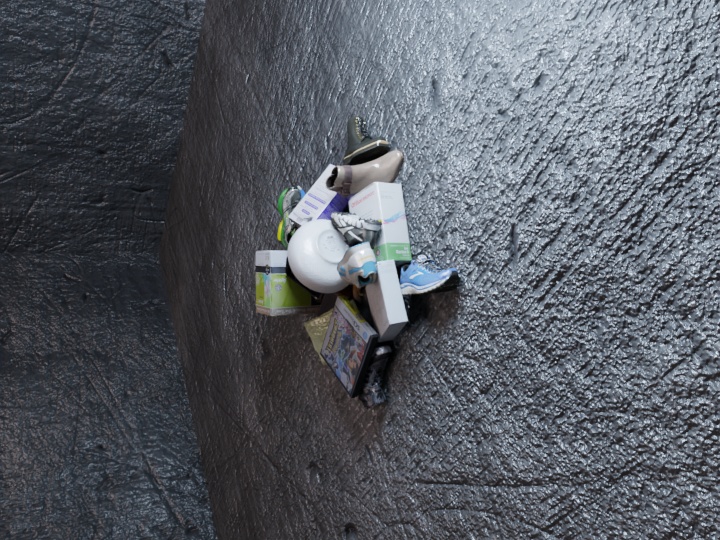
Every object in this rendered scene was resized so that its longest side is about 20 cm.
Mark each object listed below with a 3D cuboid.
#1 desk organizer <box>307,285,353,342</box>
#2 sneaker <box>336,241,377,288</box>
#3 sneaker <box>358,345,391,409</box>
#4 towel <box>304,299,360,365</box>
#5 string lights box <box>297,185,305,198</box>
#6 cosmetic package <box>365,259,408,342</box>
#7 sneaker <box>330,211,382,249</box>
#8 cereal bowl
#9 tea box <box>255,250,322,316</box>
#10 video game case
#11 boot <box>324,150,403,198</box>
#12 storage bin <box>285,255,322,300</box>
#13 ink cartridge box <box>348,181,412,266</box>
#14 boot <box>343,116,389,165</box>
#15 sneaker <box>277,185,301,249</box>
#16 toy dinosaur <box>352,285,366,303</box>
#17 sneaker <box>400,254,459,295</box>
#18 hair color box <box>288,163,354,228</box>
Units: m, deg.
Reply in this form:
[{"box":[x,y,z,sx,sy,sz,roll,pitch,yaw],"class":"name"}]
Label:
[{"box":[-0.084,0.129,1.603,0.071,0.077,0.202,26,123,6],"class":"desk organizer"},{"box":[-0.007,0.005,1.305,0.200,0.075,0.082,112,138,-71],"class":"sneaker"},{"box":[0.042,0.285,1.434,0.201,0.074,0.115,-55,53,43],"class":"sneaker"},{"box":[-0.062,0.179,1.536,0.198,0.036,0.150,-30,91,32],"class":"towel"},{"box":[-0.170,-0.174,1.739,0.200,0.058,0.104,51,162,46],"class":"string lights box"},{"box":[0.061,0.081,1.347,0.200,0.051,0.154,110,152,-70],"class":"cosmetic package"},{"box":[-0.021,-0.095,1.363,0.199,0.065,0.093,22,107,53],"class":"sneaker"},{"box":[-0.086,-0.047,1.423,0.083,0.196,0.204,-42,56,57],"class":"cereal bowl"},{"box":[-0.218,0.037,1.725,0.133,0.197,0.201,1,91,58],"class":"tea box"},{"box":[-0.035,0.198,1.442,0.181,0.025,0.203,46,127,42],"class":"video game case"},{"box":[0.002,-0.251,1.407,0.200,0.144,0.072,-43,54,50],"class":"boot"},{"box":[-0.135,-0.008,1.566,0.134,0.094,0.200,37,163,2],"class":"storage bin"},{"box":[0.047,-0.106,1.394,0.145,0.086,0.204,-23,73,56],"class":"ink cartridge box"},{"box":[0.008,-0.364,1.468,0.199,0.076,0.142,-8,79,57],"class":"boot"},{"box":[-0.199,-0.156,1.637,0.085,0.077,0.204,37,132,44],"class":"sneaker"},{"box":[0.000,0.000,1.500,0.106,0.059,0.204,34,119,55],"class":"toy dinosaur"},{"box":[0.147,0.008,1.243,0.199,0.077,0.091,-9,86,58],"class":"sneaker"},{"box":[-0.102,-0.194,1.550,0.201,0.065,0.109,-51,46,-7],"class":"hair color box"}]
